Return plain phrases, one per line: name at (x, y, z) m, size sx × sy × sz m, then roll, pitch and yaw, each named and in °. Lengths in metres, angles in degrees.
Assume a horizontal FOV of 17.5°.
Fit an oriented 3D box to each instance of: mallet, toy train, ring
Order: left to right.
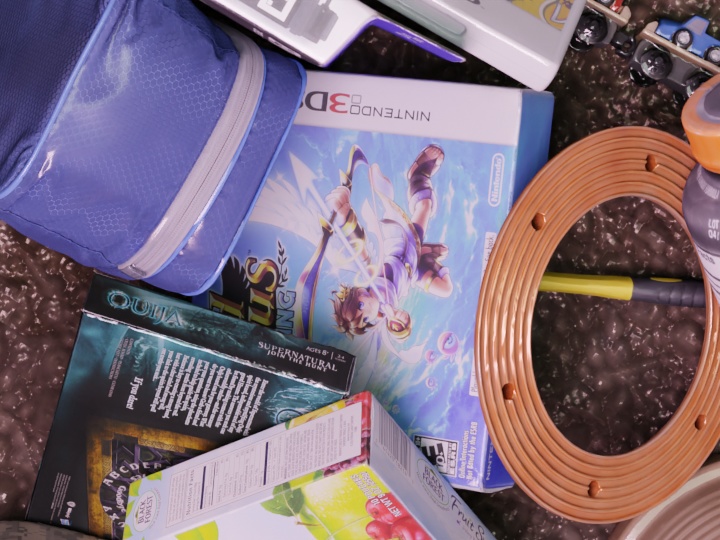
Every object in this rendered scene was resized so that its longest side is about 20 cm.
toy train at (0.118, -0.144, 1.241) m, size 0.199 × 0.034 × 0.046 m, roll 29°, pitch 81°, yaw -4°
ring at (0.128, 0.027, 1.175) m, size 0.199 × 0.019 × 0.202 m, roll -6°, pitch 99°, yaw -39°
mallet at (0.136, 0.012, 1.231) m, size 0.198 × 0.066 × 0.041 m, roll 7°, pitch 109°, yaw -4°

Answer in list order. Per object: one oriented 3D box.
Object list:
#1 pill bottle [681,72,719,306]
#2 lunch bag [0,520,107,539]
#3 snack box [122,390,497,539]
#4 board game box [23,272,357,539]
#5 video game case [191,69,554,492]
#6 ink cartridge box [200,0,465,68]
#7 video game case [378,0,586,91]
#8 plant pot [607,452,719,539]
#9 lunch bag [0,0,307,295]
pill bottle at (0.227, -0.008, 1.173) m, size 0.106 × 0.106 × 0.201 m, roll -27°, pitch 116°, yaw -1°
lunch bag at (-0.160, 0.249, 1.165) m, size 0.138 × 0.168 × 0.201 m, roll 15°, pitch 105°, yaw 0°
snack box at (-0.007, 0.157, 1.168) m, size 0.141 × 0.053 × 0.200 m, roll -22°, pitch 131°, yaw 22°
board game box at (-0.091, 0.092, 1.178) m, size 0.134 × 0.201 × 0.028 m, roll 17°, pitch 47°, yaw -5°
video game case at (0.000, 0.000, 1.195) m, size 0.180 × 0.045 × 0.202 m, roll 7°, pitch 93°, yaw 29°
ink cartridge box at (-0.046, -0.139, 1.151) m, size 0.199 × 0.198 × 0.044 m, roll 29°, pitch 94°, yaw -3°
video game case at (0.041, -0.195, 1.171) m, size 0.181 × 0.201 × 0.023 m, roll 29°, pitch 133°, yaw -4°
plant pot at (0.220, 0.198, 1.232) m, size 0.199 × 0.093 × 0.203 m, roll 0°, pitch 92°, yaw -2°
lunch bag at (-0.121, -0.073, 1.148) m, size 0.132 × 0.200 × 0.137 m, roll 29°, pitch 90°, yaw -28°
